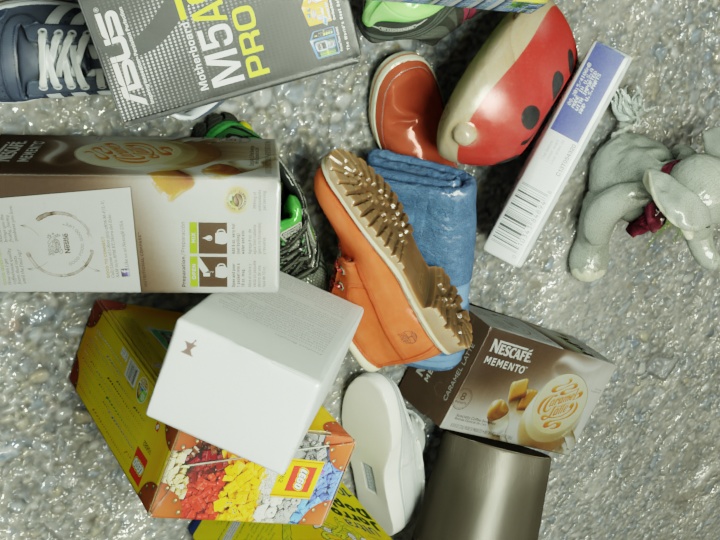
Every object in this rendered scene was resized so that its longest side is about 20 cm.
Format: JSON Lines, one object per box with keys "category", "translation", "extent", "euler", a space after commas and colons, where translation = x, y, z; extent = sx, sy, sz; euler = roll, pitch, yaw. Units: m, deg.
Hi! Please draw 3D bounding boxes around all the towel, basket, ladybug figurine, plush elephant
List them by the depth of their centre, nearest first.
{"category": "ladybug figurine", "translation": [0.128, -0.152, 0.871], "extent": [0.200, 0.072, 0.136], "euler": [-53, 172, -42]}
{"category": "towel", "translation": [0.044, -0.001, 0.914], "extent": [0.049, 0.111, 0.201], "euler": [-55, 152, -51]}
{"category": "plush elephant", "translation": [0.309, -0.071, 1.023], "extent": [0.164, 0.155, 0.201], "euler": [-26, 130, -20]}
{"category": "basket", "translation": [0.114, 0.270, 1.039], "extent": [0.180, 0.135, 0.202], "euler": [24, 79, -79]}

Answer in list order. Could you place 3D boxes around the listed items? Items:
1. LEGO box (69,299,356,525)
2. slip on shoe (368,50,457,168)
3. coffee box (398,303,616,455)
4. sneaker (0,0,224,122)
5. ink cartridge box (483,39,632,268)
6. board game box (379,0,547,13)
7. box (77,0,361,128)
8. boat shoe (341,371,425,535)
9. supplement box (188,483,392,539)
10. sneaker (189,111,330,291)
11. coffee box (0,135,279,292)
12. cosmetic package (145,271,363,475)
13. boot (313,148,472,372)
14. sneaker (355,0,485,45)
{"category": "LEGO box", "translation": [-0.120, 0.107, 0.811], "extent": [0.148, 0.200, 0.078], "euler": [13, 105, -36]}
{"category": "slip on shoe", "translation": [0.057, -0.096, 0.916], "extent": [0.074, 0.061, 0.201], "euler": [-24, 123, -19]}
{"category": "coffee box", "translation": [0.152, 0.110, 1.067], "extent": [0.199, 0.080, 0.115], "euler": [19, 102, -38]}
{"category": "sneaker", "translation": [-0.178, -0.141, 0.709], "extent": [0.199, 0.108, 0.071], "euler": [-10, 117, -29]}
{"category": "ink cartridge box", "translation": [0.176, -0.103, 0.952], "extent": [0.043, 0.200, 0.197], "euler": [27, 98, 5]}
{"category": "board game box", "translation": [0.027, -0.284, 0.758], "extent": [0.198, 0.062, 0.202], "euler": [-2, 80, -23]}
{"category": "box", "translation": [-0.098, -0.204, 0.625], "extent": [0.159, 0.044, 0.201], "euler": [-15, 118, -3]}
{"category": "boat shoe", "translation": [0.034, 0.174, 1.033], "extent": [0.068, 0.072, 0.201], "euler": [-32, 125, -34]}
{"category": "supplement box", "translation": [-0.050, 0.254, 0.929], "extent": [0.108, 0.200, 0.110], "euler": [27, 97, -39]}
{"category": "sneaker", "translation": [-0.073, -0.029, 0.849], "extent": [0.078, 0.085, 0.201], "euler": [-37, 128, -12]}
{"category": "coffee box", "translation": [-0.156, -0.041, 0.713], "extent": [0.198, 0.114, 0.080], "euler": [0, 110, -6]}
{"category": "cosmetic package", "translation": [-0.067, 0.061, 0.745], "extent": [0.101, 0.200, 0.072], "euler": [24, 103, 4]}
{"category": "boot", "translation": [0.000, 0.000, 0.848], "extent": [0.107, 0.075, 0.201], "euler": [-21, 114, 25]}
{"category": "sneaker", "translation": [0.072, -0.235, 0.860], "extent": [0.199, 0.084, 0.077], "euler": [-21, 80, -37]}
